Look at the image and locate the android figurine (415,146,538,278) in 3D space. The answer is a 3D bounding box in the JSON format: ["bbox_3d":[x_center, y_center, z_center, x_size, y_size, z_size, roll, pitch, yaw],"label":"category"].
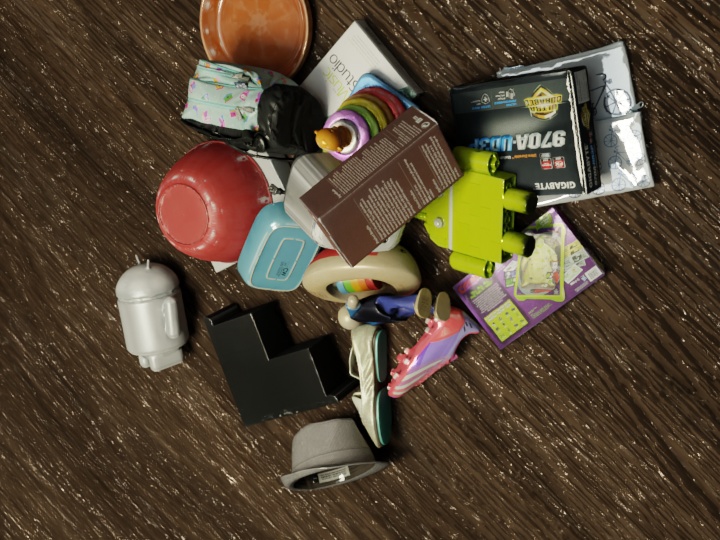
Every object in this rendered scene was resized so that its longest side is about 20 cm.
[{"bbox_3d":[0.155,-0.084,1.232,0.199,0.041,0.184,19,121,38],"label":"android figurine"}]

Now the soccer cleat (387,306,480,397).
[{"bbox_3d":[0.108,0.137,1.365,0.076,0.067,0.201,28,122,-6],"label":"soccer cleat"}]

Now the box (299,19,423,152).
[{"bbox_3d":[-0.019,-0.253,1.325,0.145,0.036,0.200,50,122,6],"label":"box"}]

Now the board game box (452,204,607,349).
[{"bbox_3d":[0.243,0.012,1.275,0.200,0.032,0.120,-40,89,30],"label":"board game box"}]

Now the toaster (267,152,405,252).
[{"bbox_3d":[-0.022,-0.098,1.271,0.129,0.198,0.115,48,127,50],"label":"toaster"}]

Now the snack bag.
[{"bbox_3d":[0.290,-0.195,1.192,0.186,0.021,0.203,-7,102,29],"label":"snack bag"}]

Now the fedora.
[{"bbox_3d":[-0.048,0.299,1.451,0.200,0.175,0.091,-46,50,55],"label":"fedora"}]

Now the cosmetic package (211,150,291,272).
[{"bbox_3d":[-0.189,-0.105,1.449,0.198,0.052,0.152,-23,96,30],"label":"cosmetic package"}]

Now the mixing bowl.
[{"bbox_3d":[-0.249,-0.099,1.393,0.198,0.108,0.203,7,107,25],"label":"mixing bowl"}]

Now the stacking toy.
[{"bbox_3d":[-0.008,-0.189,1.204,0.116,0.200,0.110,36,119,10],"label":"stacking toy"}]

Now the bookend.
[{"bbox_3d":[-0.132,0.135,1.469,0.197,0.092,0.202,-19,95,29],"label":"bookend"}]

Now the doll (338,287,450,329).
[{"bbox_3d":[0.036,0.058,1.319,0.199,0.135,0.049,-11,72,48],"label":"doll"}]

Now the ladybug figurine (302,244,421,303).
[{"bbox_3d":[0.000,0.000,1.351,0.198,0.136,0.073,-5,64,24],"label":"ladybug figurine"}]

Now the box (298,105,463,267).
[{"bbox_3d":[0.029,-0.111,1.162,0.199,0.100,0.075,-40,41,-5],"label":"box"}]

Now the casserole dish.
[{"bbox_3d":[-0.121,-0.030,1.387,0.201,0.120,0.039,120,147,-42],"label":"casserole dish"}]

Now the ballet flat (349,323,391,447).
[{"bbox_3d":[0.014,0.185,1.427,0.062,0.067,0.203,1,96,25],"label":"ballet flat"}]

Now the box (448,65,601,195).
[{"bbox_3d":[0.219,-0.182,1.185,0.198,0.046,0.161,3,110,45],"label":"box"}]

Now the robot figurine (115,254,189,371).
[{"bbox_3d":[-0.370,0.074,1.561,0.168,0.112,0.203,7,110,45],"label":"robot figurine"}]

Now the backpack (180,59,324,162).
[{"bbox_3d":[-0.167,-0.241,1.311,0.198,0.166,0.128,18,92,27],"label":"backpack"}]

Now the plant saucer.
[{"bbox_3d":[-0.161,-0.381,1.362,0.198,0.032,0.203,8,109,24],"label":"plant saucer"}]
